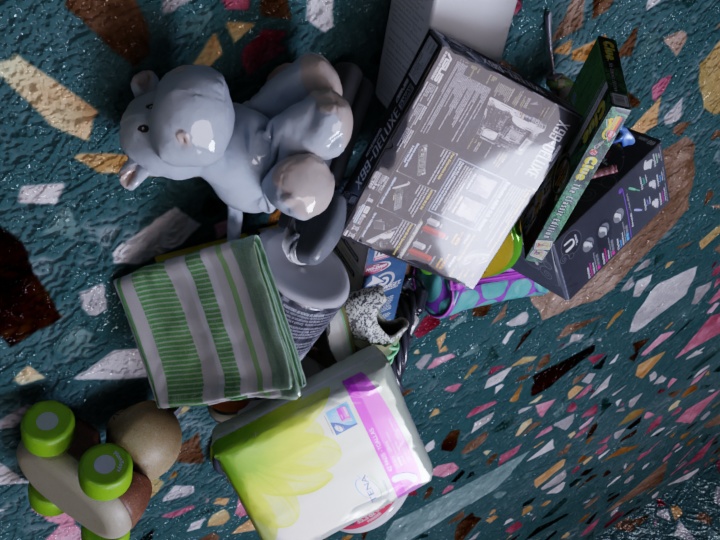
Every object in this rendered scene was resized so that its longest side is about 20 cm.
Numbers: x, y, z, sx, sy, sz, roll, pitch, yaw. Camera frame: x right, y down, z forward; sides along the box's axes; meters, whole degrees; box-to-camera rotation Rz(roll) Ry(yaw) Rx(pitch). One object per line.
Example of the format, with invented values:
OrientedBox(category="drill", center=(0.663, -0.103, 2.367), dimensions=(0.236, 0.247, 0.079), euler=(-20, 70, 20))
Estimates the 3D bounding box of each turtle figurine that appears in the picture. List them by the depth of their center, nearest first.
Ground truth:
OrientedBox(category="turtle figurine", center=(0.182, -0.165, 0.951), dimensions=(0.199, 0.145, 0.194), euler=(26, 140, -22))

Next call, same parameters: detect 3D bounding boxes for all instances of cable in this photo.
OrientedBox(category="cable", center=(0.041, 0.112, 1.114), dimensions=(0.050, 0.164, 0.201), euler=(15, 138, -9))

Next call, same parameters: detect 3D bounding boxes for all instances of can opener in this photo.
OrientedBox(category="can opener", center=(-0.026, -0.097, 0.799), dimensions=(0.053, 0.066, 0.202), euler=(39, 63, -59))

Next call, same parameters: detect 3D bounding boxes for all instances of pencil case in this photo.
OrientedBox(category="pencil case", center=(0.168, 0.007, 1.148), dimensions=(0.198, 0.086, 0.092), euler=(-11, -177, -33))

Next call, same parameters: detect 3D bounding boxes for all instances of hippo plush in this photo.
OrientedBox(category="hippo plush", center=(-0.117, -0.127, 0.728), dimensions=(0.160, 0.161, 0.199), euler=(20, 162, -32))

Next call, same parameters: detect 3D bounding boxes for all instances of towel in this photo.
OrientedBox(category="towel", center=(-0.148, 0.058, 0.814), dimensions=(0.199, 0.154, 0.023), euler=(-12, -170, 37))

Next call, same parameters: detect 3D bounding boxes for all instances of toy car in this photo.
OrientedBox(category="toy car", center=(-0.270, 0.190, 0.976), dimensions=(0.200, 0.157, 0.165), euler=(-47, 163, -42))

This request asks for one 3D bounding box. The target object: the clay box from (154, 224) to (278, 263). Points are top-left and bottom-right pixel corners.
OrientedBox(category="clay box", center=(-0.124, 0.014, 0.934), dimensions=(0.198, 0.048, 0.116), euler=(-16, 142, -26))

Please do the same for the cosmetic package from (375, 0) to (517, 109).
OrientedBox(category="cosmetic package", center=(0.084, -0.239, 0.801), dimensions=(0.101, 0.074, 0.201), euler=(-16, 139, -27))

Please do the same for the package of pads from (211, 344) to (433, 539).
OrientedBox(category="package of pads", center=(-0.036, 0.193, 0.889), dimensions=(0.199, 0.068, 0.156), euler=(-26, 111, -6))

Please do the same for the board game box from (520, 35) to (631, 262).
OrientedBox(category="board game box", center=(0.200, -0.111, 0.820), dimensions=(0.023, 0.105, 0.201), euler=(13, 139, -6))

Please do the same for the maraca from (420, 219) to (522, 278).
OrientedBox(category="maraca", center=(0.095, -0.047, 0.948), dimensions=(0.107, 0.199, 0.138), euler=(-43, 110, -32))

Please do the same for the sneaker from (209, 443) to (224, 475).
OrientedBox(category="sneaker", center=(-0.129, 0.226, 1.140), dimensions=(0.074, 0.081, 0.200), euler=(13, 133, -48))

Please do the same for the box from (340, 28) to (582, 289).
OrientedBox(category="box", center=(0.086, -0.097, 0.796), dimensions=(0.156, 0.050, 0.201), euler=(20, 114, -22))

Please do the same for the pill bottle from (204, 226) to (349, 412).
OrientedBox(category="pill bottle", center=(-0.102, 0.059, 0.863), dimensions=(0.106, 0.107, 0.200), euler=(0, 139, -41))

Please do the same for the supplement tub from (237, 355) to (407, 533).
OrientedBox(category="supplement tub", center=(-0.039, 0.208, 1.015), dimensions=(0.140, 0.141, 0.200), euler=(-39, 124, 4))

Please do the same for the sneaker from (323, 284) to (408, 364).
OrientedBox(category="sneaker", center=(0.017, 0.088, 0.945), dimensions=(0.088, 0.077, 0.201), euler=(-19, 137, 3))

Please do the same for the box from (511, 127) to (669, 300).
OrientedBox(category="box", center=(0.271, -0.082, 1.062), dimensions=(0.200, 0.122, 0.106), euler=(-42, 133, -15))

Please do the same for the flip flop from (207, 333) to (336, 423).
OrientedBox(category="flip flop", center=(-0.102, 0.128, 1.076), dimensions=(0.198, 0.081, 0.058), euler=(-22, 130, -12))

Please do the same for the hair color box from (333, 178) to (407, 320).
OrientedBox(category="hair color box", center=(0.000, 0.000, 0.982), dimensions=(0.060, 0.100, 0.201), euler=(-17, 141, -24))
